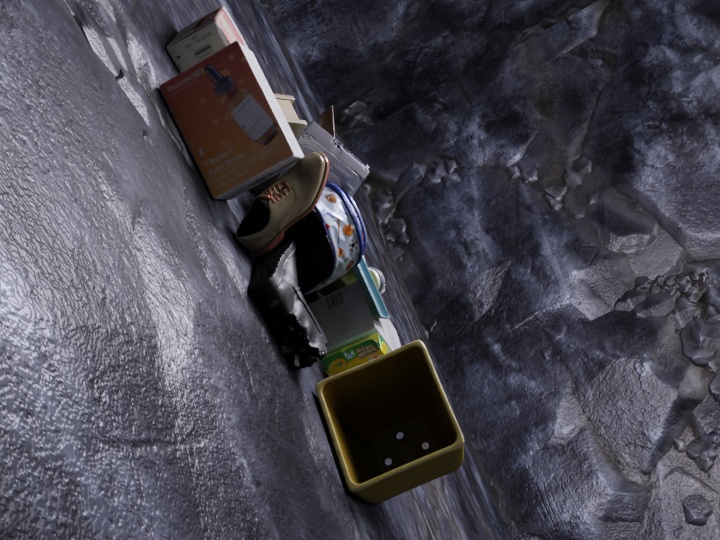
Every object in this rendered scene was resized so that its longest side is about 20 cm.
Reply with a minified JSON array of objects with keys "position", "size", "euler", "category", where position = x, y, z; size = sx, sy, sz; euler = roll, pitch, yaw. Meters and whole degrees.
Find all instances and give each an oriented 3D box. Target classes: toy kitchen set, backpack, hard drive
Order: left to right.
[{"position":[-0.212,-0.213,1.646],"size":[0.197,0.181,0.165],"euler":[0,50,-36],"category":"toy kitchen set"},{"position":[-0.074,-0.060,1.568],"size":[0.202,0.153,0.190],"euler":[62,-29,-5],"category":"backpack"},{"position":[-0.075,-0.166,1.637],"size":[0.139,0.038,0.200],"euler":[39,-35,-2],"category":"hard drive"}]

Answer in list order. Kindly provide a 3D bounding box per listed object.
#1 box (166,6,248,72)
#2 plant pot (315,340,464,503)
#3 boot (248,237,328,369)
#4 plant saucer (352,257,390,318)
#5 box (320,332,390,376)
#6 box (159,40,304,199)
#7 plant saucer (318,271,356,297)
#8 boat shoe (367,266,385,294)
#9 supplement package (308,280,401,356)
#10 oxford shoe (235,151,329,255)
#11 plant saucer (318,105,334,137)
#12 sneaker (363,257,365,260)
[{"position":[-0.278,-0.408,1.696],"size":[0.129,0.108,0.201],"euler":[60,8,-22],"category":"box"},{"position":[0.061,0.274,1.487],"size":[0.201,0.193,0.196],"euler":[69,-1,-57],"category":"plant pot"},{"position":[-0.108,0.054,1.450],"size":[0.164,0.073,0.199],"euler":[59,15,-19],"category":"boot"},{"position":[0.000,0.000,1.667],"size":[0.203,0.019,0.070],"euler":[65,13,12],"category":"plant saucer"},{"position":[0.014,0.194,1.656],"size":[0.049,0.116,0.201],"euler":[-101,164,-45],"category":"box"},{"position":[-0.206,-0.238,1.449],"size":[0.202,0.151,0.106],"euler":[62,7,-1],"category":"box"},{"position":[-0.049,0.026,1.795],"size":[0.198,0.031,0.201],"euler":[33,-21,14],"category":"plant saucer"},{"position":[0.016,0.032,1.864],"size":[0.074,0.061,0.200],"euler":[68,-23,10],"category":"boat shoe"},{"position":[-0.001,0.137,1.734],"size":[0.201,0.120,0.121],"euler":[56,12,-49],"category":"supplement package"},{"position":[-0.125,-0.113,1.446],"size":[0.070,0.201,0.075],"euler":[37,1,24],"category":"oxford shoe"},{"position":[-0.065,-0.236,1.843],"size":[0.200,0.034,0.204],"euler":[177,-90,-89],"category":"plant saucer"},{"position":[-0.053,-0.065,1.953],"size":[0.199,0.074,0.116],"euler":[9,-70,64],"category":"sneaker"}]
